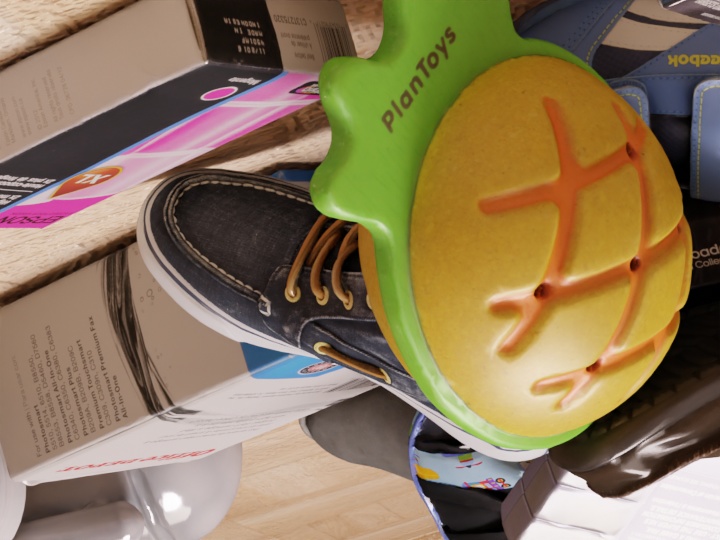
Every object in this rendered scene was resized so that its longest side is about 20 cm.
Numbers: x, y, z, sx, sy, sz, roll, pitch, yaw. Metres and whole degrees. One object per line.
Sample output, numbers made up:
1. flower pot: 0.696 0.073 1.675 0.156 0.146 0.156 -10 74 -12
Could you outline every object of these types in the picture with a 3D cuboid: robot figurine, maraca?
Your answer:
1. robot figurine: -0.148 0.103 1.552 0.200 0.113 0.170 -17 -152 5
2. maraca: 0.049 -0.022 1.040 0.107 0.137 0.200 6 145 41

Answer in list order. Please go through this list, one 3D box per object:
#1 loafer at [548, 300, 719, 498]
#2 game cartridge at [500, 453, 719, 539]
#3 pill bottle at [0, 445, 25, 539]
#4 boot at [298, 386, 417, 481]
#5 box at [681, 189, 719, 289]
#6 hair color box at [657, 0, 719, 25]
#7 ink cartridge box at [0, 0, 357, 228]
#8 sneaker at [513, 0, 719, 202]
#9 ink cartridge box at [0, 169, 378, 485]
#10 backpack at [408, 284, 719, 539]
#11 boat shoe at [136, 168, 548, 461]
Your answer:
1. loafer: 0.166 0.044 1.132 0.200 0.071 0.073 -25 -162 -17
2. game cartridge: 0.172 0.086 1.236 0.200 0.038 0.130 15 131 -24
3. pill bottle: -0.236 0.101 1.391 0.116 0.116 0.200 -19 169 12
4. boot: 0.048 0.135 1.383 0.182 0.200 0.073 -3 145 16
5. box: 0.171 -0.050 1.192 0.200 0.036 0.143 -14 -152 22
6. hair color box: 0.191 -0.141 0.935 0.200 0.061 0.100 -23 169 27
7. ink cartridge box: -0.106 -0.048 1.036 0.200 0.037 0.095 -21 169 31
8. sneaker: 0.122 -0.066 1.121 0.200 0.082 0.074 -19 145 -7
9. ink cartridge box: -0.057 0.026 1.363 0.200 0.084 0.146 -23 168 34
10. backpack: 0.117 0.046 1.299 0.200 0.135 0.183 -22 133 7
11. boat shoe: 0.000 0.000 1.170 0.071 0.200 0.091 -59 167 -21
